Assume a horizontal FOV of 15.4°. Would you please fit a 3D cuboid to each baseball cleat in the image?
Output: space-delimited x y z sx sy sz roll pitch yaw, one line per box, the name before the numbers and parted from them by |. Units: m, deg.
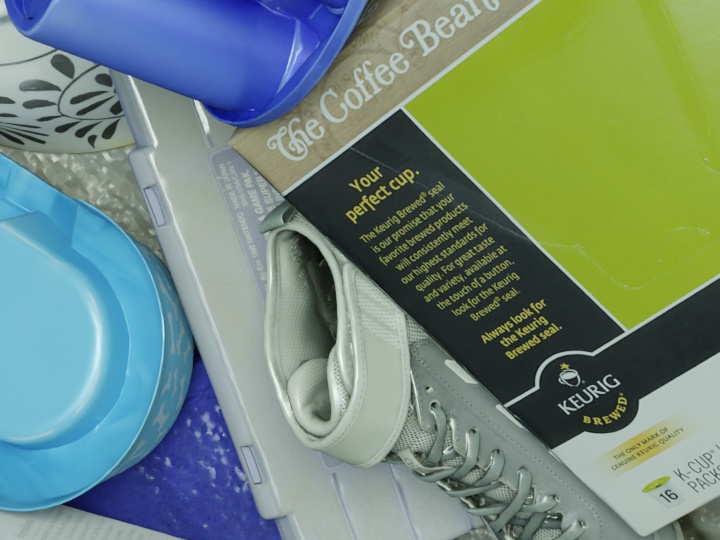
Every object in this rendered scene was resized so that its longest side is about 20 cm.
baseball cleat | 0.031 0.059 0.887 0.070 0.106 0.200 -35 90 42

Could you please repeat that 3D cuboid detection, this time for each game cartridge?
game cartridge | 0.000 0.000 0.943 0.129 0.038 0.201 -21 95 -12

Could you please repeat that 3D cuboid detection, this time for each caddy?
caddy | -0.038 -0.141 0.819 0.104 0.201 0.141 15 141 -25

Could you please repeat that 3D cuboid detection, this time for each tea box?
tea box | 0.105 -0.057 0.829 0.197 0.134 0.200 43 131 -15

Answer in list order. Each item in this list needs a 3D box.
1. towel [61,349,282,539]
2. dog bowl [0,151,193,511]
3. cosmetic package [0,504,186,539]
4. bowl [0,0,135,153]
towel | -0.034 0.128 1.001 0.147 0.050 0.201 -28 90 20
dog bowl | -0.145 0.006 0.966 0.199 0.050 0.112 32 98 21
cosmetic package | -0.139 0.132 0.944 0.199 0.071 0.102 16 99 -1
bowl | -0.126 -0.135 0.951 0.199 0.094 0.202 3 101 14
